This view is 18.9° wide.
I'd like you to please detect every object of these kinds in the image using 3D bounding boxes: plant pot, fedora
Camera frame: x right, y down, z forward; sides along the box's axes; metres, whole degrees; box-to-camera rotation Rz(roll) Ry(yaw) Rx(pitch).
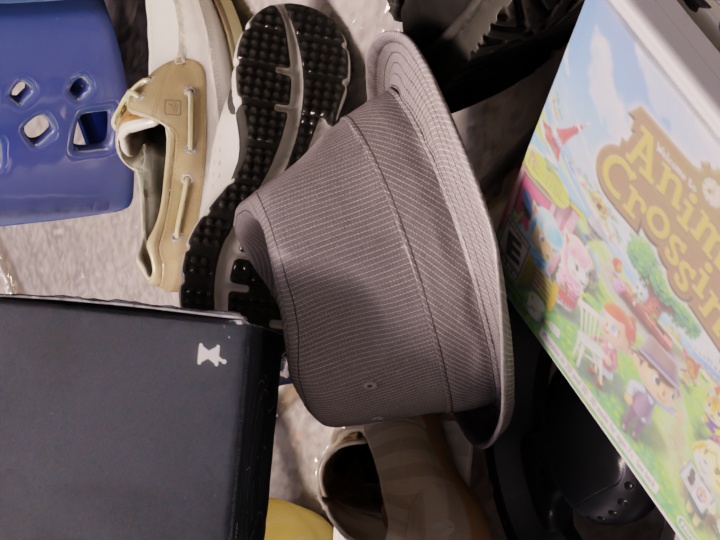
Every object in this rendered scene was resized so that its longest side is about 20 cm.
[{"bbox_3d":[-0.240,-0.152,1.268,0.200,0.200,0.180,-120,33,-45],"label":"plant pot"},{"bbox_3d":[0.000,0.000,0.935,0.200,0.090,0.177,86,164,-67],"label":"fedora"}]

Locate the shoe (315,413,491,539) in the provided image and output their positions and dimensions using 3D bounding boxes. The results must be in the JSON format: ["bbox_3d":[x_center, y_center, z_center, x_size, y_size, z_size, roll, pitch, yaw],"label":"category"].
[{"bbox_3d":[0.010,0.100,1.088,0.200,0.053,0.070,-128,51,-64],"label":"shoe"}]

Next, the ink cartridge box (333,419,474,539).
[{"bbox_3d":[0.031,0.169,1.146,0.200,0.045,0.177,169,110,-70],"label":"ink cartridge box"}]

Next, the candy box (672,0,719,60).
[{"bbox_3d":[0.171,-0.008,0.780,0.200,0.061,0.136,53,149,31],"label":"candy box"}]

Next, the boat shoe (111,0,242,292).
[{"bbox_3d":[-0.098,-0.081,1.175,0.075,0.068,0.200,122,139,-57],"label":"boat shoe"}]

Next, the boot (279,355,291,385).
[{"bbox_3d":[-0.008,0.031,1.099,0.200,0.090,0.073,-19,91,63],"label":"boot"}]

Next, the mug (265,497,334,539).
[{"bbox_3d":[-0.081,0.192,1.273,0.149,0.153,0.187,43,142,42],"label":"mug"}]

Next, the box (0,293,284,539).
[{"bbox_3d":[-0.105,0.115,0.933,0.197,0.124,0.200,90,-175,-87],"label":"box"}]

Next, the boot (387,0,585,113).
[{"bbox_3d":[0.041,-0.166,0.892,0.158,0.079,0.211,66,153,7],"label":"boot"}]

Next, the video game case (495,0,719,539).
[{"bbox_3d":[0.124,0.016,0.791,0.200,0.022,0.182,56,152,26],"label":"video game case"}]

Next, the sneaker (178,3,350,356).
[{"bbox_3d":[-0.046,-0.031,1.094,0.080,0.074,0.200,117,167,-67],"label":"sneaker"}]

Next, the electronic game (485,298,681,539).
[{"bbox_3d":[0.109,0.070,0.939,0.200,0.042,0.200,177,90,-65],"label":"electronic game"}]
